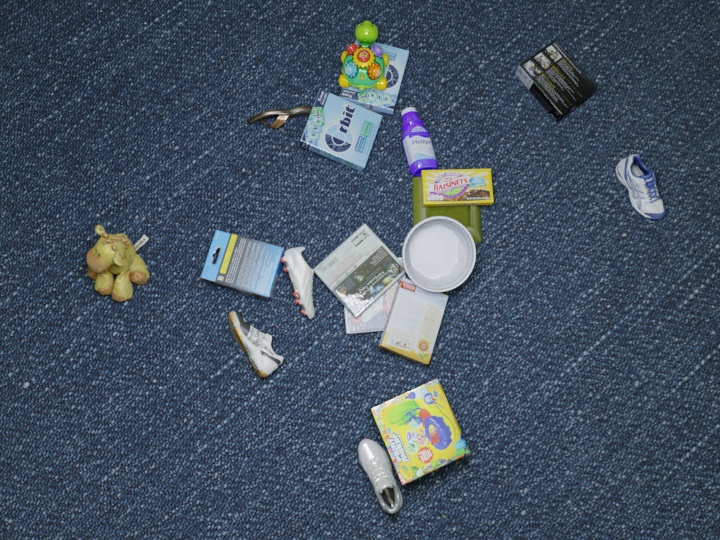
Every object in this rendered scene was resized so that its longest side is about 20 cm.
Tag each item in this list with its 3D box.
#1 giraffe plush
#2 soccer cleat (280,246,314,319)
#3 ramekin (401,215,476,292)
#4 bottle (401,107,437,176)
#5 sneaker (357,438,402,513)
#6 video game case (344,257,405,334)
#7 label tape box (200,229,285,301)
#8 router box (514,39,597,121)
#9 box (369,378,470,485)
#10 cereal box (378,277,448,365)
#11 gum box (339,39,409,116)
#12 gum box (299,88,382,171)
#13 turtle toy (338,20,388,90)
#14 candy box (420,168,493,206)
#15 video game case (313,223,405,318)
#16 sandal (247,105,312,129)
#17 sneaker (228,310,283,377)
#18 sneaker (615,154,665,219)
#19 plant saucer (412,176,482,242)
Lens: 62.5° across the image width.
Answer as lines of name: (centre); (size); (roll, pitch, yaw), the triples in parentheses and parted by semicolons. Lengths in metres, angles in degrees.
giraffe plush: (-0.666, -0.032, 1.601); (0.171, 0.162, 0.202); (25, 79, 5)
soccer cleat: (-0.153, 0.033, 1.622); (0.077, 0.069, 0.202); (-21, 96, -15)
ramekin: (0.208, -0.049, 1.615); (0.197, 0.105, 0.203); (0, 98, -1)
bottle: (0.163, -0.376, 1.723); (0.083, 0.065, 0.202); (-6, 73, -22)
sneaker: (0.055, 0.526, 1.519); (0.077, 0.099, 0.201); (-28, 80, -6)
video game case: (0.041, 0.069, 1.655); (0.180, 0.023, 0.203); (-5, 78, -1)
label tape box: (-0.323, -0.015, 1.649); (0.198, 0.063, 0.146); (16, 78, 3)
router box: (0.585, -0.569, 1.776); (0.149, 0.051, 0.201); (-35, 81, -9)
box: (0.148, 0.413, 1.531); (0.191, 0.122, 0.202); (-24, 78, -5)
cereal box: (0.145, 0.137, 1.612); (0.143, 0.040, 0.202); (23, 72, -8)
gum box: (0.042, -0.581, 1.781); (0.168, 0.045, 0.202); (15, 79, 3)
gum box: (-0.056, -0.405, 1.716); (0.198, 0.045, 0.172); (21, 78, -8)
turtle toy: (0.011, -0.616, 1.713); (0.144, 0.101, 0.203); (4, 78, 2)
candy box: (0.271, -0.234, 1.669); (0.197, 0.026, 0.104); (-2, 75, -1)
video game case: (0.000, 0.000, 1.649); (0.200, 0.023, 0.182); (-41, 80, -9)
sandal: (-0.232, -0.446, 1.746); (0.197, 0.082, 0.055); (-9, 100, -9)
sneaker: (-0.284, 0.189, 1.613); (0.087, 0.076, 0.201); (-30, 82, -23)
sneaker: (0.807, -0.237, 1.690); (0.075, 0.088, 0.201); (-31, 81, -8)
plant saucer: (0.250, -0.183, 1.696); (0.197, 0.048, 0.203); (0, 78, 0)
